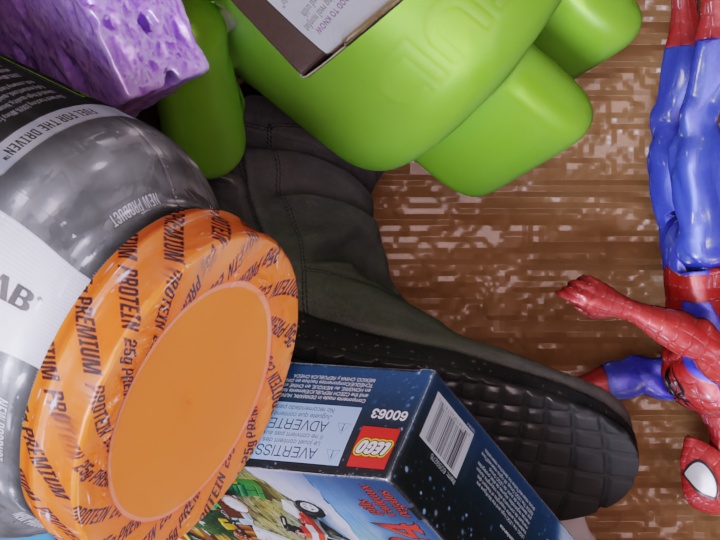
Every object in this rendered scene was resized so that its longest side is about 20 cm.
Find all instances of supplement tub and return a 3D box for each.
[{"bbox_3d":[-0.124,-0.005,0.754,0.200,0.122,0.123,26,92,26],"label":"supplement tub"}]

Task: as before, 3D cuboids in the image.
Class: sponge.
[{"bbox_3d":[-0.112,-0.086,0.845,0.030,0.200,0.112,-24,91,-24],"label":"sponge"}]

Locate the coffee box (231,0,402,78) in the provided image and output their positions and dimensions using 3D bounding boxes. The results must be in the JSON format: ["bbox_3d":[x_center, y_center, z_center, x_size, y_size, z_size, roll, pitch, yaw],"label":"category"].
[{"bbox_3d":[-0.036,-0.168,0.742,0.200,0.080,0.114,47,56,-6],"label":"coffee box"}]

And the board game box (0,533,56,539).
[{"bbox_3d":[-0.088,0.164,0.841,0.040,0.153,0.200,-34,97,-23],"label":"board game box"}]

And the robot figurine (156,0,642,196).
[{"bbox_3d":[-0.009,-0.112,0.856,0.200,0.116,0.176,38,60,-16],"label":"robot figurine"}]

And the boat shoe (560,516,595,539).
[{"bbox_3d":[0.047,0.087,0.913,0.200,0.074,0.065,30,74,-8],"label":"boat shoe"}]

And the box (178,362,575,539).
[{"bbox_3d":[0.008,0.097,0.837,0.136,0.200,0.038,1,55,37],"label":"box"}]

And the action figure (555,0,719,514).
[{"bbox_3d":[0.087,-0.013,0.913,0.099,0.065,0.201,-9,92,-10],"label":"action figure"}]

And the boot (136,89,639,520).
[{"bbox_3d":[0.000,0.000,0.885,0.199,0.132,0.070,18,135,-9],"label":"boot"}]
